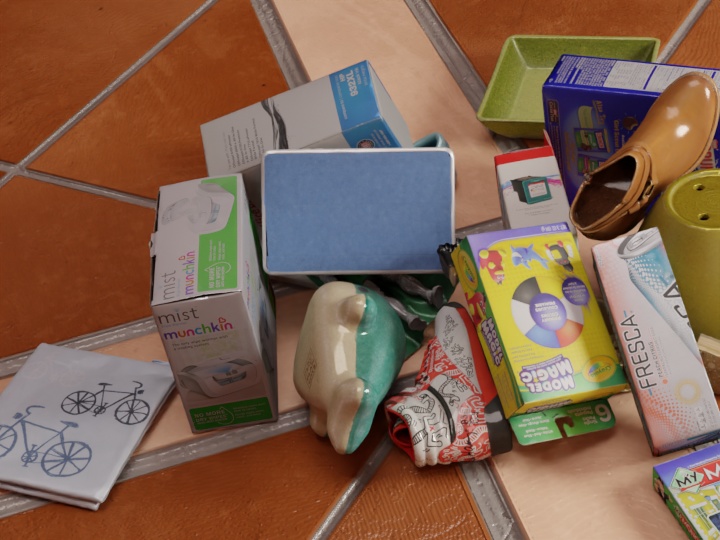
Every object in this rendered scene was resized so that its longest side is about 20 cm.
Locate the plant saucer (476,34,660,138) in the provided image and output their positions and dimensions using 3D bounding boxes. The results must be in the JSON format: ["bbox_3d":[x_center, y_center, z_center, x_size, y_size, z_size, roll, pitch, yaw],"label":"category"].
[{"bbox_3d":[0.262,-0.221,1.774,0.200,0.048,0.200,4,41,18],"label":"plant saucer"}]

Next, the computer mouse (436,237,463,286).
[{"bbox_3d":[0.136,0.048,1.394,0.046,0.140,0.200,-31,36,15],"label":"computer mouse"}]

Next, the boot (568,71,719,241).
[{"bbox_3d":[0.283,-0.113,1.415,0.074,0.200,0.155,33,12,19],"label":"boot"}]

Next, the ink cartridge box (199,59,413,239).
[{"bbox_3d":[-0.053,-0.126,1.546,0.200,0.145,0.084,-20,61,12],"label":"ink cartridge box"}]

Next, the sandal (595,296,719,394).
[{"bbox_3d":[0.265,0.087,1.370,0.211,0.078,0.070,17,47,22],"label":"sandal"}]

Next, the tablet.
[{"bbox_3d":[-0.003,-0.061,1.466,0.200,0.130,0.014,-1,4,2],"label":"tablet"}]

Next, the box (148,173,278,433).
[{"bbox_3d":[-0.149,0.031,1.457,0.097,0.177,0.200,-9,38,3],"label":"box"}]

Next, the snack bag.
[{"bbox_3d":[-0.302,0.153,1.466,0.188,0.021,0.200,7,42,20],"label":"snack bag"}]

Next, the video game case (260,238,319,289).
[{"bbox_3d":[-0.024,-0.064,1.604,0.200,0.024,0.182,12,72,26],"label":"video game case"}]

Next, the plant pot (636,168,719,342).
[{"bbox_3d":[0.354,-0.016,1.423,0.200,0.142,0.200,-7,38,5],"label":"plant pot"}]

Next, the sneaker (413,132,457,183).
[{"bbox_3d":[0.021,-0.101,1.654,0.200,0.082,0.074,-32,42,-22],"label":"sneaker"}]

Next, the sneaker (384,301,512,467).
[{"bbox_3d":[0.071,0.109,1.395,0.108,0.067,0.202,-12,41,-5],"label":"sneaker"}]

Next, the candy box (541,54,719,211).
[{"bbox_3d":[0.311,-0.144,1.569,0.200,0.169,0.077,10,45,24],"label":"candy box"}]

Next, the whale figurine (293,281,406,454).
[{"bbox_3d":[-0.001,0.096,1.374,0.104,0.159,0.200,10,24,-15],"label":"whale figurine"}]

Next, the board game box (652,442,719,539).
[{"bbox_3d":[0.377,0.193,1.249,0.200,0.029,0.135,-18,40,-9],"label":"board game box"}]

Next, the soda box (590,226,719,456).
[{"bbox_3d":[0.273,0.067,1.319,0.068,0.064,0.200,-17,73,6],"label":"soda box"}]

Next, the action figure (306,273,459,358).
[{"bbox_3d":[0.000,0.000,1.521,0.200,0.055,0.118,30,75,32],"label":"action figure"}]

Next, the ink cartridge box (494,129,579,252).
[{"bbox_3d":[0.188,-0.050,1.525,0.067,0.116,0.200,-9,38,3],"label":"ink cartridge box"}]

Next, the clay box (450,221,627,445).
[{"bbox_3d":[0.171,0.057,1.339,0.115,0.048,0.200,-9,67,-24],"label":"clay box"}]
